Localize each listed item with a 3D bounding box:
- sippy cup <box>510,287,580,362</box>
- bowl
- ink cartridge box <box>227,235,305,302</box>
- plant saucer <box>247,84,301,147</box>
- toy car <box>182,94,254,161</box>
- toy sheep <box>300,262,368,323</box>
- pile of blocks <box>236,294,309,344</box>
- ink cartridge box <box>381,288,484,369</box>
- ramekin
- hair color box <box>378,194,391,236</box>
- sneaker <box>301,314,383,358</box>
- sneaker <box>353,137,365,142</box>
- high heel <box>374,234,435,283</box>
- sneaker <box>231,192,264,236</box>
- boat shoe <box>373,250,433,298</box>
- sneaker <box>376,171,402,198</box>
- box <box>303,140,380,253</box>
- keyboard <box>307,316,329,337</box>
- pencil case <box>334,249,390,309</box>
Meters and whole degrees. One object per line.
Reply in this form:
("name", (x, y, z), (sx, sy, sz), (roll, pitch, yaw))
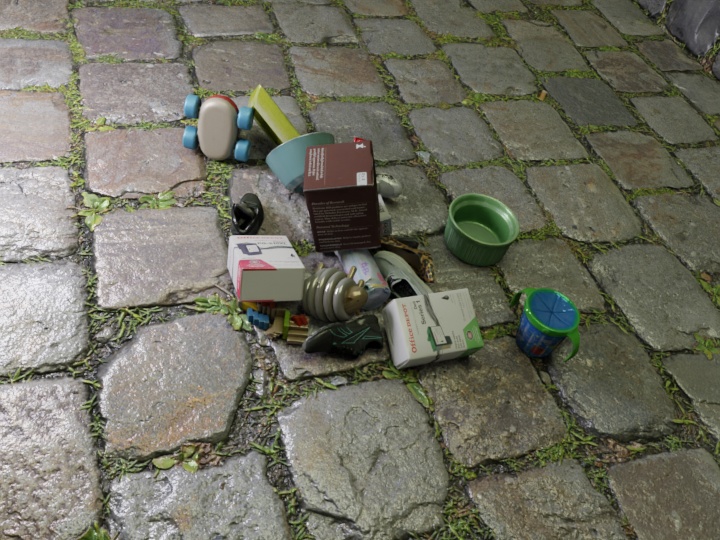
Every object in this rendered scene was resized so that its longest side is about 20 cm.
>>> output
("sippy cup", (0.439, 0.135, 1.638), (0.137, 0.131, 0.180), (8, 46, -9))
("bowl", (-0.146, -0.281, 1.843), (0.198, 0.200, 0.107), (-18, 82, -29))
("ink cartridge box", (-0.221, -0.009, 1.566), (0.142, 0.086, 0.200), (0, 23, -19))
("plant saucer", (-0.245, -0.410, 1.897), (0.048, 0.199, 0.201), (-41, 105, -8))
("toy car", (-0.382, -0.426, 1.920), (0.181, 0.179, 0.201), (12, 33, -1))
("toy sheep", (-0.071, 0.054, 1.561), (0.197, 0.139, 0.138), (3, 37, 33))
("pile of blocks", (-0.200, 0.098, 1.535), (0.198, 0.063, 0.082), (24, 46, 11))
("ink cartridge box", (0.164, 0.133, 1.566), (0.197, 0.084, 0.148), (-8, 72, -22))
("ramekin", (0.324, -0.107, 1.856), (0.196, 0.098, 0.202), (8, 46, -8))
("hair color box", (-0.026, -0.123, 1.761), (0.197, 0.061, 0.100), (-15, 48, -7))
("sneaker", (-0.034, 0.157, 1.519), (0.197, 0.076, 0.080), (-14, 69, -26))
("sneaker", (-0.031, -0.289, 1.819), (0.077, 0.117, 0.201), (19, 42, 15))
("high heel", (0.105, -0.026, 1.733), (0.140, 0.072, 0.201), (1, 34, -19))
("sneaker", (-0.281, -0.147, 1.714), (0.075, 0.115, 0.201), (13, 43, -5))
("boat shoe", (0.098, 0.026, 1.677), (0.201, 0.071, 0.071), (43, 29, 20))
("sneaker", (0.011, -0.224, 1.898), (0.197, 0.076, 0.116), (18, 46, 8))
("box", (-0.040, -0.175, 1.631), (0.161, 0.202, 0.168), (-5, 46, 5))
("keyboard", (-0.082, 0.089, 1.618), (0.055, 0.011, 0.201), (21, 45, 4))
("pencil case", (0.000, 0.000, 1.671), (0.090, 0.083, 0.202), (26, 30, -46))
